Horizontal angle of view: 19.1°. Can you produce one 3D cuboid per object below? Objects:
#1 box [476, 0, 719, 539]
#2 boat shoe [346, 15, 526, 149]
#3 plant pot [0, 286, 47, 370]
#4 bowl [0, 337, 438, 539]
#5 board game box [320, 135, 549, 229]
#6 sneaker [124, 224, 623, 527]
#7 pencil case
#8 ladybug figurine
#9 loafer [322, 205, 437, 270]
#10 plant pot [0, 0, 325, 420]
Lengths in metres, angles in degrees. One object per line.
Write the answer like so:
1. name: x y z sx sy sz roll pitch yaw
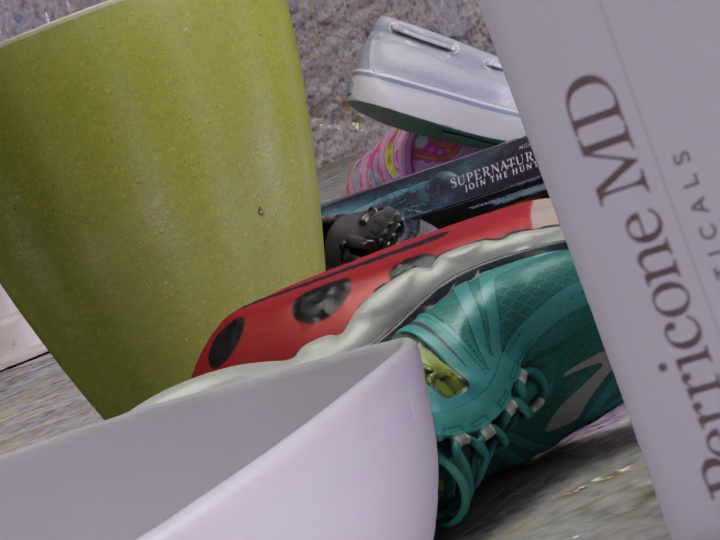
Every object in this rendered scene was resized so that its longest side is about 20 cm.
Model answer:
1. box: 0.147 -0.067 0.544 0.171 0.200 0.200 -18 6 28
2. boat shoe: 0.094 -0.105 1.258 0.200 0.072 0.070 15 -6 6
3. plant pot: -0.349 -0.006 1.958 0.200 0.184 0.200 -21 5 2
4. bowl: -0.085 0.094 0.494 0.199 0.075 0.200 -17 6 29
5. board game box: 0.060 -0.031 1.220 0.199 0.028 0.135 -17 -17 30
6. sneaker: 0.017 0.053 0.647 0.199 0.078 0.080 -27 26 -15
7. pencil case: 0.046 -0.057 1.388 0.087 0.088 0.200 -22 -2 -12
8. ladybug figurine: 0.019 0.029 0.767 0.199 0.072 0.136 -20 5 7
9. loafer: 0.000 0.000 1.086 0.072 0.063 0.200 -57 4 -4
10. plant pot: -0.091 -0.020 0.985 0.186 0.201 0.187 -21 5 2
